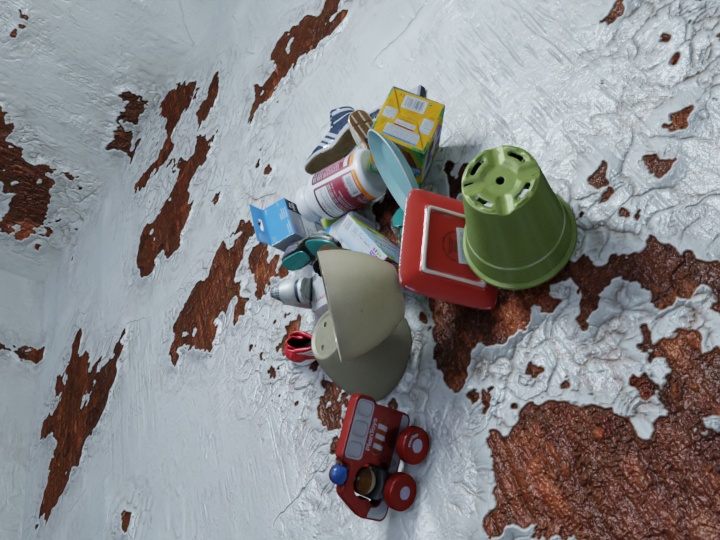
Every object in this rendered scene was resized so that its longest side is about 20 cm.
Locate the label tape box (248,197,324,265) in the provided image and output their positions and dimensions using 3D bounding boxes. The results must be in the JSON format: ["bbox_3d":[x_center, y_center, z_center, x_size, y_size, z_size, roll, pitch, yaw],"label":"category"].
[{"bbox_3d":[-0.164,-0.100,1.730,0.063,0.198,0.145,-46,40,23],"label":"label tape box"}]

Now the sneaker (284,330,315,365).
[{"bbox_3d":[-0.138,0.164,1.614,0.198,0.115,0.080,-14,59,48],"label":"sneaker"}]

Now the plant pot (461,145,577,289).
[{"bbox_3d":[0.240,-0.100,1.156,0.197,0.190,0.203,-10,62,19],"label":"plant pot"}]

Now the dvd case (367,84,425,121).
[{"bbox_3d":[0.073,-0.344,1.717,0.198,0.025,0.153,-16,58,47],"label":"dvd case"}]

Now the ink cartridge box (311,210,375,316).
[{"bbox_3d":[-0.036,-0.007,1.609,0.144,0.083,0.203,-31,48,38],"label":"ink cartridge box"}]

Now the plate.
[{"bbox_3d":[0.073,-0.190,1.391,0.025,0.202,0.200,-30,38,-7],"label":"plate"}]

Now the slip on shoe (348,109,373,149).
[{"bbox_3d":[0.031,-0.282,1.670,0.075,0.061,0.202,-30,75,-8],"label":"slip on shoe"}]

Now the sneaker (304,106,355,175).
[{"bbox_3d":[-0.077,-0.344,1.869,0.199,0.070,0.110,-38,48,23],"label":"sneaker"}]

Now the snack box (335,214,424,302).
[{"bbox_3d":[0.048,-0.027,1.463,0.053,0.141,0.200,-54,36,11],"label":"snack box"}]

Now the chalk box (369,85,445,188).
[{"bbox_3d":[0.096,-0.263,1.506,0.201,0.123,0.125,87,-153,-66],"label":"chalk box"}]

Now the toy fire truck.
[{"bbox_3d":[0.018,0.334,1.268,0.111,0.167,0.203,3,72,52],"label":"toy fire truck"}]

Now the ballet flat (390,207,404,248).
[{"bbox_3d":[0.102,-0.071,1.475,0.074,0.074,0.201,-49,16,21],"label":"ballet flat"}]

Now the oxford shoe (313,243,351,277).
[{"bbox_3d":[0.000,0.000,1.475,0.073,0.198,0.085,-48,19,34],"label":"oxford shoe"}]

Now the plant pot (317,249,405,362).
[{"bbox_3d":[0.006,0.050,1.283,0.132,0.202,0.202,-13,46,-4],"label":"plant pot"}]

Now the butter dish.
[{"bbox_3d":[0.148,-0.021,1.327,0.148,0.196,0.203,134,146,-62],"label":"butter dish"}]

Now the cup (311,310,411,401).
[{"bbox_3d":[-0.015,0.151,1.441,0.199,0.142,0.203,-28,50,40],"label":"cup"}]

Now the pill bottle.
[{"bbox_3d":[-0.047,-0.185,1.611,0.198,0.113,0.115,-22,53,32],"label":"pill bottle"}]

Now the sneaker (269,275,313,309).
[{"bbox_3d":[-0.144,0.052,1.636,0.079,0.200,0.078,-9,78,9],"label":"sneaker"}]

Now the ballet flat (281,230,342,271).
[{"bbox_3d":[-0.105,-0.056,1.604,0.199,0.071,0.073,-19,55,46],"label":"ballet flat"}]

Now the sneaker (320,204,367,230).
[{"bbox_3d":[-0.024,-0.169,1.698,0.201,0.077,0.090,-56,43,16],"label":"sneaker"}]
